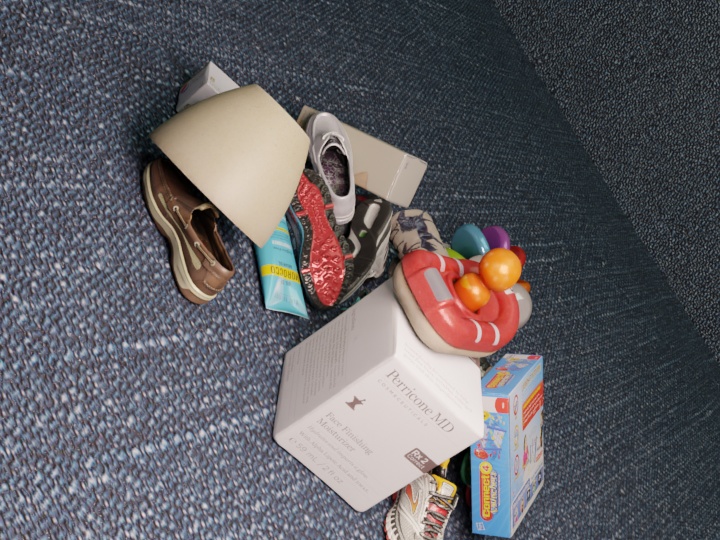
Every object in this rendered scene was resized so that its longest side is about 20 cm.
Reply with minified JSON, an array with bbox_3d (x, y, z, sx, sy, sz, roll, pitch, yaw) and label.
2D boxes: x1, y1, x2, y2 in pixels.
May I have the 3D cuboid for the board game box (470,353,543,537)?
[{"bbox_3d":[0.205,0.236,1.599,0.200,0.055,0.198,-26,116,-66],"label":"board game box"}]

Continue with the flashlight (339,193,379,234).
[{"bbox_3d":[-0.032,-0.080,1.778,0.199,0.067,0.068,-14,75,-60],"label":"flashlight"}]

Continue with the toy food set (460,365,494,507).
[{"bbox_3d":[0.180,0.239,1.678,0.200,0.048,0.200,-24,114,-67],"label":"toy food set"}]

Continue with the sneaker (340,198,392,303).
[{"bbox_3d":[0.001,0.000,1.714,0.116,0.075,0.201,81,32,-47],"label":"sneaker"}]

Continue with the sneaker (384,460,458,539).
[{"bbox_3d":[0.080,0.301,1.472,0.078,0.082,0.201,40,29,-30],"label":"sneaker"}]

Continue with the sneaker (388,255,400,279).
[{"bbox_3d":[0.113,0.056,1.871,0.201,0.074,0.106,59,17,-6],"label":"sneaker"}]

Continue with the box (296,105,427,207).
[{"bbox_3d":[-0.006,-0.177,1.799,0.199,0.078,0.095,28,7,25],"label":"box"}]

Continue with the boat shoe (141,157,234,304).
[{"bbox_3d":[-0.203,-0.061,1.420,0.074,0.075,0.204,11,49,-57],"label":"boat shoe"}]

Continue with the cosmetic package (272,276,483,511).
[{"bbox_3d":[0.023,0.151,1.416,0.165,0.199,0.166,43,27,-23],"label":"cosmetic package"}]

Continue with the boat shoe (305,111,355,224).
[{"bbox_3d":[-0.043,-0.164,1.692,0.071,0.069,0.202,3,55,-9],"label":"boat shoe"}]

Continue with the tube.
[{"bbox_3d":[-0.118,-0.026,1.576,0.077,0.050,0.202,13,51,-39],"label":"tube"}]

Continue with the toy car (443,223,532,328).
[{"bbox_3d":[0.208,0.000,1.941,0.200,0.151,0.175,38,-9,-32],"label":"toy car"}]

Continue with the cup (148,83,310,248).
[{"bbox_3d":[-0.147,-0.149,1.460,0.200,0.143,0.200,45,-1,1],"label":"cup"}]

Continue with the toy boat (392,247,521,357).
[{"bbox_3d":[0.138,0.022,1.388,0.199,0.130,0.131,12,46,-59],"label":"toy boat"}]

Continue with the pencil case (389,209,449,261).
[{"bbox_3d":[0.101,-0.005,1.746,0.090,0.077,0.201,88,-17,-49],"label":"pencil case"}]

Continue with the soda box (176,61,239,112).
[{"bbox_3d":[-0.170,-0.205,1.670,0.200,0.068,0.064,40,28,-30],"label":"soda box"}]

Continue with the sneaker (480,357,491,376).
[{"bbox_3d":[0.131,0.125,1.782,0.077,0.085,0.201,-25,87,-45],"label":"sneaker"}]

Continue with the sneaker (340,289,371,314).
[{"bbox_3d":[0.032,0.065,1.680,0.092,0.077,0.200,62,23,1],"label":"sneaker"}]

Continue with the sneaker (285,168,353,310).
[{"bbox_3d":[-0.064,-0.038,1.633,0.078,0.096,0.202,-7,77,-17],"label":"sneaker"}]
